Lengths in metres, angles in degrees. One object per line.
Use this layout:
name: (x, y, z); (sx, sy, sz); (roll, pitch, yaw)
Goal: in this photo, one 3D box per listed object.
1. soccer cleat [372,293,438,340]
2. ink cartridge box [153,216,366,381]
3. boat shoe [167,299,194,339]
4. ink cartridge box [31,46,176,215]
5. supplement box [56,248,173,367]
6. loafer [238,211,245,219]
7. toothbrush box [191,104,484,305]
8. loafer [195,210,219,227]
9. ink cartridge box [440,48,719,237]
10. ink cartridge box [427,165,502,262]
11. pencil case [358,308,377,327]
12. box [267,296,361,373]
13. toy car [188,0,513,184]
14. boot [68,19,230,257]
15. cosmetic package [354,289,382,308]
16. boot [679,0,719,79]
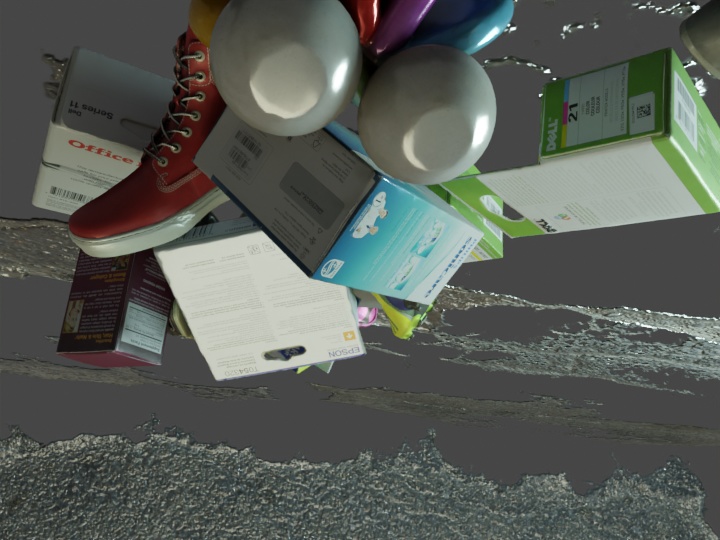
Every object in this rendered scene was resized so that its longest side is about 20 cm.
soccer cleat: (0.047, 0.028, 0.811); (0.084, 0.065, 0.200); (32, 165, 15)
ink cartridge box: (-0.108, 0.029, 0.767); (0.195, 0.043, 0.201); (-11, 125, 6)
boat shoe: (-0.364, 0.099, 1.309); (0.064, 0.074, 0.200); (2, 161, -5)
ink cartridge box: (-0.232, -0.114, 0.656); (0.146, 0.083, 0.200); (15, 159, -27)
supplement box: (-0.317, 0.023, 0.890); (0.110, 0.201, 0.086); (-6, 158, 28)
loafer: (-0.055, -0.038, 0.813); (0.199, 0.075, 0.070); (15, 130, -10)
toothbrush box: (-0.008, -0.057, 0.529); (0.146, 0.085, 0.200); (43, -166, 26)
loafer: (-0.258, -0.073, 0.827); (0.072, 0.073, 0.200); (17, 171, 46)
ink cartridge box: (0.190, -0.097, 0.584); (0.199, 0.076, 0.148); (-6, 158, 41)
ink cartridge box: (0.042, -0.060, 0.745); (0.199, 0.076, 0.148); (-8, 156, 31)
pencil case: (-0.066, 0.072, 1.136); (0.093, 0.091, 0.200); (28, 149, -34)
box: (-0.110, 0.040, 0.855); (0.199, 0.122, 0.048); (31, -158, 17)
toy car: (0.006, -0.159, 0.404); (0.199, 0.175, 0.150); (17, 119, -20)
boot: (-0.147, -0.108, 0.509); (0.072, 0.200, 0.145); (35, 148, 35)
cosmetic package: (0.000, 0.000, 0.917); (0.199, 0.091, 0.107); (0, 160, 7)
boot: (0.276, -0.183, 0.369); (0.181, 0.073, 0.200); (21, 162, -33)
